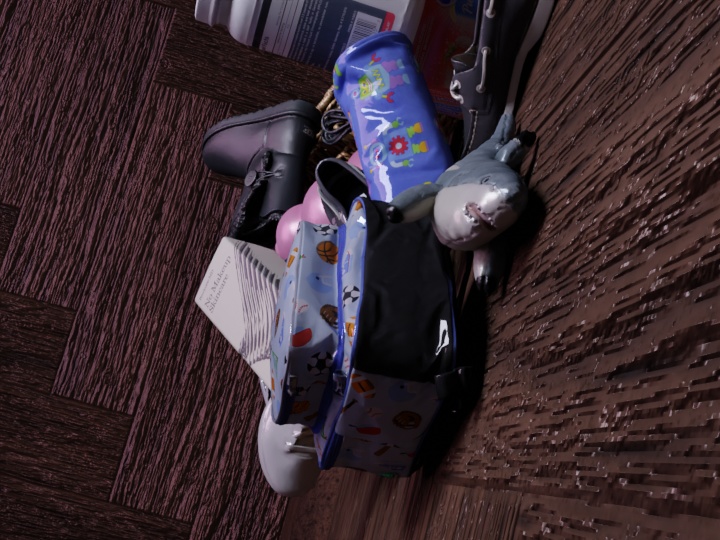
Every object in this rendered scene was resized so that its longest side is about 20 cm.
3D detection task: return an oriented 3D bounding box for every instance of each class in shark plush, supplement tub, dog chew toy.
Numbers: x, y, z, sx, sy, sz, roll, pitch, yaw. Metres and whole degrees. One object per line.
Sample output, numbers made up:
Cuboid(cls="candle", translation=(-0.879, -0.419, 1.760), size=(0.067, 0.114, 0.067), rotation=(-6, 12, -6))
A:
Cuboid(cls="shark plush", translation=(0.100, -0.061, 0.700), size=(0.083, 0.091, 0.200), rotation=(-50, -6, 31))
Cuboid(cls="supplement tub", translation=(-0.044, -0.269, 0.952), size=(0.140, 0.200, 0.141), rotation=(-164, 90, -81))
Cuboid(cls="dog chew toy", translation=(-0.004, -0.057, 1.050), size=(0.200, 0.125, 0.125), rotation=(-26, 28, 24))

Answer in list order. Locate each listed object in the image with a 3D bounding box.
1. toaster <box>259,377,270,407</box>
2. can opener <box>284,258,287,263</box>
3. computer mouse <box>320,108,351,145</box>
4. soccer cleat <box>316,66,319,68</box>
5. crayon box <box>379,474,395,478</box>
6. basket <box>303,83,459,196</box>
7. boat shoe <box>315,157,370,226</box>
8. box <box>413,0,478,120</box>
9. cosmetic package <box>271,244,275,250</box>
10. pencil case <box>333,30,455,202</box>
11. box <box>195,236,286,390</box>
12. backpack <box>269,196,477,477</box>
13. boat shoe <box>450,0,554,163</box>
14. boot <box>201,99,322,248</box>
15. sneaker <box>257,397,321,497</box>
Cuboid(cls="toaster", translation=(-0.045, 0.106, 1.157), size=(0.200, 0.129, 0.114), rotation=(99, 156, -43))
Cuboid(cls="can opener", translation=(0.000, 0.000, 0.980), size=(0.079, 0.200, 0.063), rotation=(-35, -60, -44))
Cuboid(cls="computer mouse", translation=(0.011, -0.250, 1.153), size=(0.138, 0.053, 0.200), rotation=(-11, 57, 43))
Cuboid(cls="soccer cleat", translation=(-0.017, -0.271, 1.119), size=(0.200, 0.068, 0.081), rotation=(21, 77, 47))
Cuboid(cls="crayon box", translation=(0.021, 0.108, 0.987), size=(0.200, 0.058, 0.119), rotation=(-91, 17, -79))
Cuboid(cls="basket", translation=(0.006, -0.158, 1.186), size=(0.200, 0.149, 0.143), rotation=(-49, 6, 9))
Cuboid(cls="boat shoe", translation=(0.012, -0.026, 0.910), size=(0.063, 0.073, 0.200), rotation=(42, -165, -55))
Cuboid(cls="box", translation=(0.104, -0.265, 1.008), size=(0.103, 0.095, 0.200), rotation=(156, 130, -85))
Cuboid(cls="cosmetic package", translation=(-0.054, 0.039, 1.235), size=(0.105, 0.200, 0.071), rotation=(-38, 55, 20))
Cuboid(cls="pencil case", translation=(0.033, -0.106, 0.868), size=(0.078, 0.087, 0.200), rotation=(40, -149, -69))
Cuboid(cls="box", translation=(-0.080, 0.047, 0.952), size=(0.200, 0.068, 0.082), rotation=(38, 106, 49))
Cuboid(cls="backpack", translation=(0.006, 0.062, 0.754), size=(0.200, 0.154, 0.191), rotation=(-82, -3, -47))
Cuboid(cls="boat shoe", translation=(0.104, -0.169, 0.822), size=(0.074, 0.060, 0.200), rotation=(-88, 12, -53))
Cuboid(cls="boot", translation=(-0.135, -0.103, 1.193), size=(0.200, 0.076, 0.168), rotation=(-13, 55, 40))
Cuboid(cls="sneaker", translation=(-0.048, 0.135, 0.980), size=(0.088, 0.075, 0.200), rotation=(-150, 72, -70))
